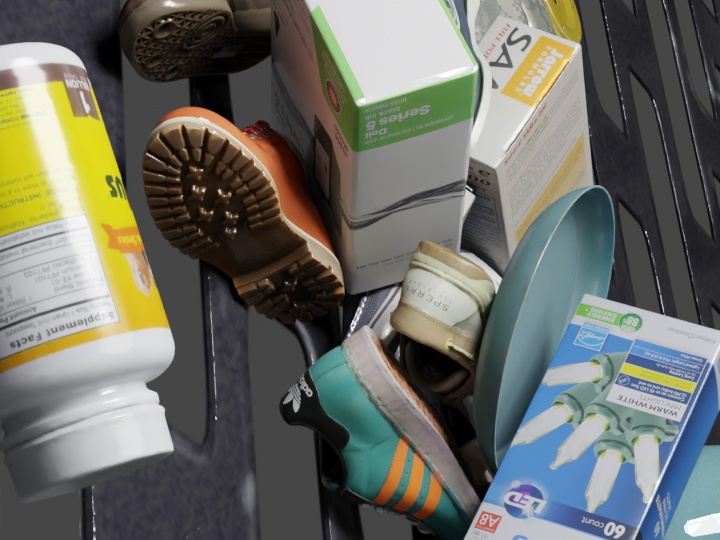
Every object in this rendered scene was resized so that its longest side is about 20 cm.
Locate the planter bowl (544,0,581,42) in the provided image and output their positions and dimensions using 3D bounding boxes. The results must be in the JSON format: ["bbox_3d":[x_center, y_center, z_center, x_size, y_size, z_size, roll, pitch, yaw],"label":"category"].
[{"bbox_3d":[0.146,-0.232,1.924,0.200,0.083,0.202,47,31,-40],"label":"planter bowl"}]

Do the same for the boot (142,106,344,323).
[{"bbox_3d":[-0.078,-0.057,1.290,0.200,0.074,0.108,51,24,-54],"label":"boot"}]

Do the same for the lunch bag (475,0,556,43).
[{"bbox_3d":[0.047,-0.219,1.616,0.167,0.138,0.202,9,61,-65],"label":"lunch bag"}]

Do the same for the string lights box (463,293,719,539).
[{"bbox_3d":[0.152,0.120,1.332,0.201,0.102,0.059,-61,153,-30],"label":"string lights box"}]

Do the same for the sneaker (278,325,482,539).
[{"bbox_3d":[0.018,0.120,1.337,0.200,0.079,0.072,55,7,-37],"label":"sneaker"}]

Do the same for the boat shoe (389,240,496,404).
[{"bbox_3d":[0.054,0.047,1.358,0.067,0.074,0.200,-57,156,-13],"label":"boat shoe"}]

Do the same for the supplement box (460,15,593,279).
[{"bbox_3d":[0.109,-0.070,1.561,0.126,0.073,0.201,-54,152,-27],"label":"supplement box"}]

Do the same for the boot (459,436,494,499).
[{"bbox_3d":[0.085,0.199,1.428,0.186,0.064,0.202,43,34,-70],"label":"boot"}]

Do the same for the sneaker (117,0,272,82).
[{"bbox_3d":[-0.112,-0.166,1.330,0.076,0.070,0.200,54,15,10],"label":"sneaker"}]

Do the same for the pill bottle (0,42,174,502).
[{"bbox_3d":[-0.155,0.002,1.003,0.109,0.109,0.202,-2,72,-66],"label":"pill bottle"}]

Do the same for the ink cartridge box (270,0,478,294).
[{"bbox_3d":[0.005,-0.104,1.337,0.201,0.083,0.146,93,-24,-55],"label":"ink cartridge box"}]

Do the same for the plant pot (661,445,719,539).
[{"bbox_3d":[0.210,0.204,1.403,0.200,0.186,0.202,-19,90,-78],"label":"plant pot"}]

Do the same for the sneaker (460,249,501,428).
[{"bbox_3d":[0.098,0.072,1.531,0.201,0.075,0.088,56,6,-25],"label":"sneaker"}]

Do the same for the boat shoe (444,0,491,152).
[{"bbox_3d":[0.048,-0.154,1.451,0.062,0.075,0.201,27,48,-30],"label":"boat shoe"}]

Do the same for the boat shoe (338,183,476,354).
[{"bbox_3d":[0.000,0.000,1.428,0.092,0.075,0.201,27,49,4],"label":"boat shoe"}]

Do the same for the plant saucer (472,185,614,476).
[{"bbox_3d":[0.116,0.040,1.363,0.200,0.027,0.202,-51,149,-46],"label":"plant saucer"}]
